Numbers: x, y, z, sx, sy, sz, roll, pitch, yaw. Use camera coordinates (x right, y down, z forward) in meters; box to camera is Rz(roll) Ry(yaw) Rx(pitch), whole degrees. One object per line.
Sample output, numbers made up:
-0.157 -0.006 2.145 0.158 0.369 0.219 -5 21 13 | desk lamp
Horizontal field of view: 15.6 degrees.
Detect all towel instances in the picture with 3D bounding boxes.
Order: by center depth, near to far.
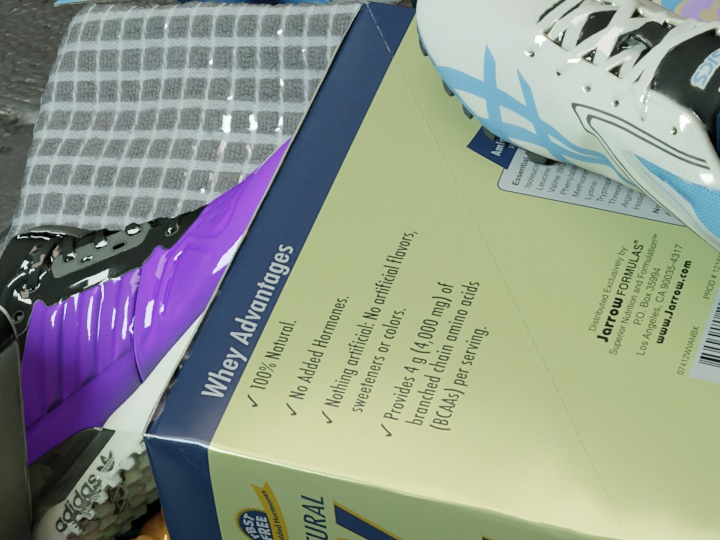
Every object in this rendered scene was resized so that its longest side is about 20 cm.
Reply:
-0.053 -0.025 1.061 0.199 0.085 0.167 2 71 35 | towel

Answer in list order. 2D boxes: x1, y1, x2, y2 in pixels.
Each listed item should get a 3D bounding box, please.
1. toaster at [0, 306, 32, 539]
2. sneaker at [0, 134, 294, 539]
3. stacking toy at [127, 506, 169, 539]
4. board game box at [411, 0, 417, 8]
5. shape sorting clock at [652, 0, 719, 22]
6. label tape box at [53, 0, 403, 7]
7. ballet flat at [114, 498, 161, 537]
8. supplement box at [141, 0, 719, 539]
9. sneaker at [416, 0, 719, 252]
-0.234 0.075 0.906 0.180 0.119 0.200 20 43 30 | toaster
-0.084 0.009 0.960 0.099 0.200 0.069 44 15 15 | sneaker
-0.091 0.135 0.921 0.109 0.117 0.200 -1 24 16 | stacking toy
0.142 -0.165 1.242 0.199 0.047 0.151 -18 10 -33 | board game box
0.208 -0.094 0.986 0.198 0.039 0.201 1 53 -1 | shape sorting clock
-0.019 -0.148 1.168 0.200 0.064 0.144 -38 19 -20 | label tape box
-0.171 0.078 1.039 0.198 0.069 0.068 -11 36 0 | ballet flat
0.065 0.041 0.849 0.198 0.135 0.201 12 50 17 | supplement box
0.095 -0.054 0.792 0.072 0.073 0.200 -39 53 -24 | sneaker
